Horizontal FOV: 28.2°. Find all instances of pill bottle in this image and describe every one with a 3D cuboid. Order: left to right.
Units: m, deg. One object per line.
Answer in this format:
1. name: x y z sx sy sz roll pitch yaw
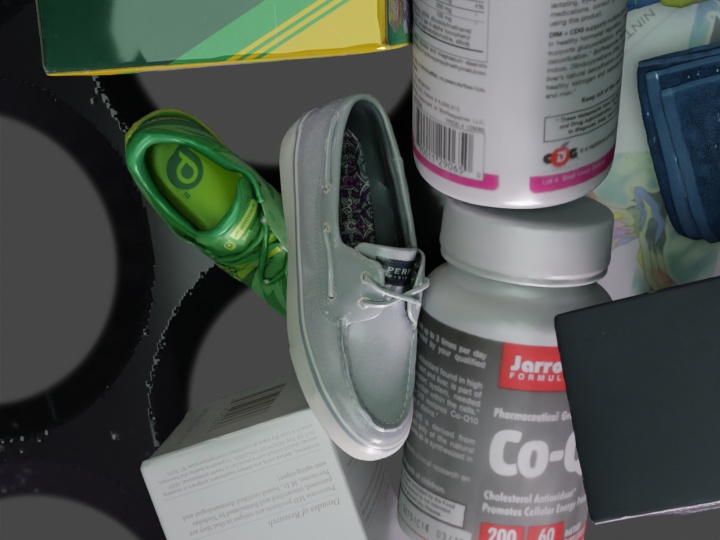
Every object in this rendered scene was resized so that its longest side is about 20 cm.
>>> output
1. pill bottle: 0.085 0.060 0.821 0.112 0.114 0.203 7 107 6
2. pill bottle: 0.083 -0.145 0.743 0.111 0.114 0.203 3 122 7

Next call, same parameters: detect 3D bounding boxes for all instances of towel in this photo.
1. towel: 0.249 -0.078 0.758 0.198 0.048 0.113 -10 100 35

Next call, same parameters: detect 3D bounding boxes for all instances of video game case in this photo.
1. video game case: 0.187 -0.060 0.842 0.182 0.022 0.201 -40 93 12

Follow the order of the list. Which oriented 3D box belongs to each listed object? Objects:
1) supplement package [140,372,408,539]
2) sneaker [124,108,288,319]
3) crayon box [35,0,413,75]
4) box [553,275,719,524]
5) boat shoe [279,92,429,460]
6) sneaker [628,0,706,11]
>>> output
1. supplement package: -0.034 0.175 0.865 0.116 0.117 0.203 -19 97 10
2. sneaker: -0.062 -0.019 0.850 0.199 0.084 0.075 34 102 0
3. crayon box: -0.059 -0.141 0.768 0.170 0.200 0.059 -4 100 8
4. box: 0.224 0.058 0.723 0.198 0.182 0.106 -15 78 24
5. boat shoe: 0.001 0.000 0.790 0.069 0.071 0.204 -1 75 -33
6. sneaker: 0.133 -0.233 0.788 0.104 0.076 0.203 -21 84 18
